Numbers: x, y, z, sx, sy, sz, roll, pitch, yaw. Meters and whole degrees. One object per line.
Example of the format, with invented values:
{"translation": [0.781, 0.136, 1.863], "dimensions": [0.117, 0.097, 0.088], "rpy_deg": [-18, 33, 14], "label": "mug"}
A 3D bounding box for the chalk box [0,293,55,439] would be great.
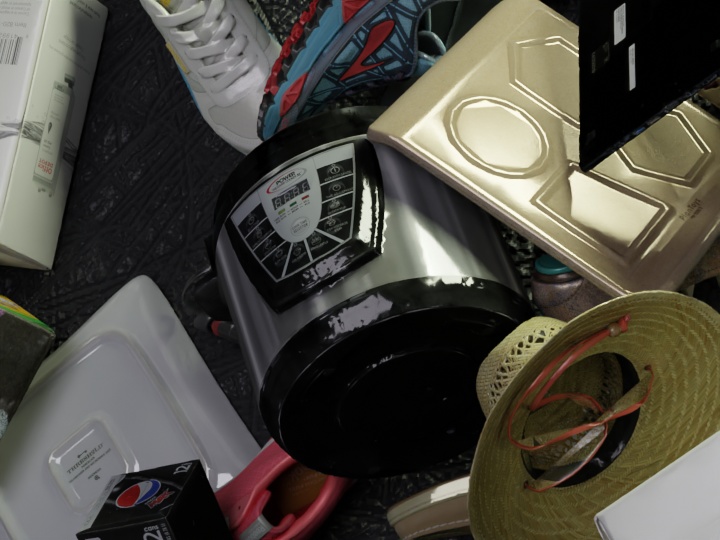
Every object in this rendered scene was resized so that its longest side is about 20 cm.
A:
{"translation": [-0.329, 0.042, 1.459], "dimensions": [0.125, 0.200, 0.124], "rpy_deg": [-62, 30, -3], "label": "chalk box"}

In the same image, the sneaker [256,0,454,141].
{"translation": [0.005, -0.136, 1.382], "dimensions": [0.095, 0.079, 0.200], "rpy_deg": [30, 129, -8], "label": "sneaker"}

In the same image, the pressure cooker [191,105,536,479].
{"translation": [0.000, 0.002, 1.320], "dimensions": [0.179, 0.175, 0.201], "rpy_deg": [116, 146, -42], "label": "pressure cooker"}

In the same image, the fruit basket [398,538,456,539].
{"translation": [0.048, 0.246, 1.272], "dimensions": [0.185, 0.094, 0.200], "rpy_deg": [-27, 40, -27], "label": "fruit basket"}

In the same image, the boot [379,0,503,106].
{"translation": [0.098, -0.135, 1.406], "dimensions": [0.164, 0.066, 0.201], "rpy_deg": [13, 79, 35], "label": "boot"}

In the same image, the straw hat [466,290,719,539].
{"translation": [0.111, 0.072, 1.226], "dimensions": [0.201, 0.201, 0.085], "rpy_deg": [-53, 48, 3], "label": "straw hat"}

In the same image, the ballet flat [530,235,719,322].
{"translation": [0.199, -0.004, 1.323], "dimensions": [0.199, 0.068, 0.068], "rpy_deg": [-19, 105, -2], "label": "ballet flat"}

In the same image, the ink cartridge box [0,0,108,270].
{"translation": [-0.276, -0.109, 1.559], "dimensions": [0.146, 0.083, 0.201], "rpy_deg": [6, 78, 25], "label": "ink cartridge box"}

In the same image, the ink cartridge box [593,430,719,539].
{"translation": [0.231, 0.141, 1.197], "dimensions": [0.147, 0.200, 0.083], "rpy_deg": [-35, 65, 11], "label": "ink cartridge box"}

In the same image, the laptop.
{"translation": [0.225, -0.153, 1.261], "dimensions": [0.200, 0.103, 0.178], "rpy_deg": [-37, 37, 41], "label": "laptop"}

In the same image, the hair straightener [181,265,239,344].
{"translation": [-0.033, 0.037, 1.441], "dimensions": [0.199, 0.041, 0.077], "rpy_deg": [18, 54, 30], "label": "hair straightener"}

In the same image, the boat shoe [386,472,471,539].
{"translation": [0.116, 0.144, 1.303], "dimensions": [0.199, 0.072, 0.065], "rpy_deg": [-9, 81, -2], "label": "boat shoe"}

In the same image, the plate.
{"translation": [-0.175, 0.133, 1.477], "dimensions": [0.199, 0.032, 0.200], "rpy_deg": [-39, 65, 9], "label": "plate"}

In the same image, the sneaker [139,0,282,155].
{"translation": [-0.103, -0.159, 1.496], "dimensions": [0.076, 0.081, 0.200], "rpy_deg": [-37, 66, 9], "label": "sneaker"}

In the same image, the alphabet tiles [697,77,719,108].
{"translation": [0.223, -0.189, 1.312], "dimensions": [0.200, 0.008, 0.168], "rpy_deg": [36, 93, 34], "label": "alphabet tiles"}

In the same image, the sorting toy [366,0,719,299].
{"translation": [0.126, -0.070, 1.297], "dimensions": [0.199, 0.185, 0.037], "rpy_deg": [31, 134, 13], "label": "sorting toy"}

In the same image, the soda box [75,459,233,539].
{"translation": [-0.099, 0.219, 1.338], "dimensions": [0.063, 0.071, 0.201], "rpy_deg": [-12, 113, 20], "label": "soda box"}

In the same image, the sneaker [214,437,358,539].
{"translation": [-0.074, 0.161, 1.381], "dimensions": [0.074, 0.087, 0.200], "rpy_deg": [42, 96, -1], "label": "sneaker"}
